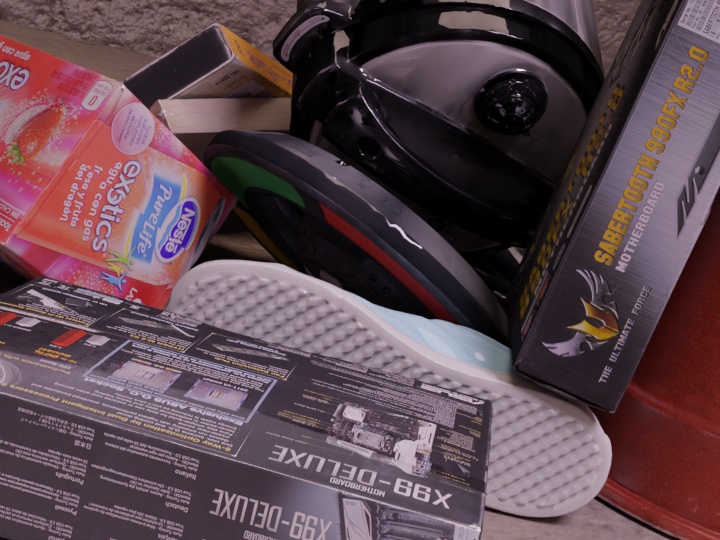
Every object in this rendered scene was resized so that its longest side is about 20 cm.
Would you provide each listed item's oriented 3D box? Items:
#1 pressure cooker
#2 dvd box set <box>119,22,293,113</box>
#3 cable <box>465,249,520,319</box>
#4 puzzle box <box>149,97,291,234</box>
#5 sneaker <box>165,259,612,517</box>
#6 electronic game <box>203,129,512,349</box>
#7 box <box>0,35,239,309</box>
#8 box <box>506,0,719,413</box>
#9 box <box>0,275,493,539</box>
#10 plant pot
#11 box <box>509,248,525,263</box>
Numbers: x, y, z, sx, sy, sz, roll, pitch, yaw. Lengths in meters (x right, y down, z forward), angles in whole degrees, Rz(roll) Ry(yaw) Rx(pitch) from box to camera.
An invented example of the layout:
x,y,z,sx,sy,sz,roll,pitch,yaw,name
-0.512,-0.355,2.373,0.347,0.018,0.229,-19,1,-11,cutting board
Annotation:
x,y,z,sx,sy,sz,roll,pitch,yaw,name
0.045,-0.106,0.771,0.174,0.179,0.201,-5,47,5,pressure cooker
-0.101,-0.084,0.918,0.030,0.146,0.200,66,17,17,dvd box set
0.117,-0.018,0.909,0.199,0.051,0.164,19,35,-40,cable
-0.075,-0.066,0.911,0.199,0.133,0.026,-6,66,-43,puzzle box
0.010,0.049,0.622,0.199,0.074,0.082,26,8,-4,sneaker
0.000,0.000,0.719,0.200,0.042,0.200,38,-12,10,electronic game
-0.173,-0.053,0.736,0.199,0.095,0.103,25,-14,43,box
0.127,-0.053,0.631,0.048,0.201,0.158,24,12,0,box
-0.053,0.061,0.506,0.199,0.050,0.158,15,10,3,box
0.217,0.023,0.684,0.199,0.197,0.201,14,10,-3,plant pot
0.048,-0.022,0.947,0.199,0.060,0.117,0,47,-53,box
